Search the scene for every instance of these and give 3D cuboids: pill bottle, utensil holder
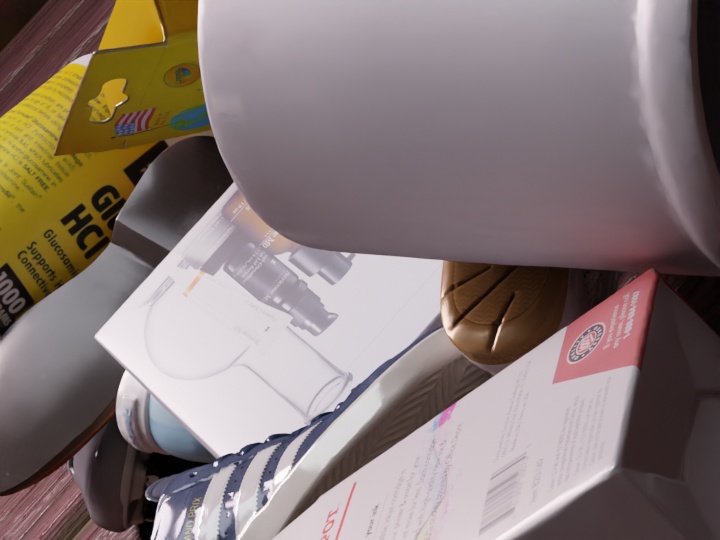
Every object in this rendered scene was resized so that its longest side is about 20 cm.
[{"bbox_3d":[-0.141,-0.035,1.367,0.200,0.113,0.112,-41,13,-17],"label":"pill bottle"},{"bbox_3d":[0.068,-0.080,0.944,0.199,0.170,0.170,1,44,36],"label":"utensil holder"}]

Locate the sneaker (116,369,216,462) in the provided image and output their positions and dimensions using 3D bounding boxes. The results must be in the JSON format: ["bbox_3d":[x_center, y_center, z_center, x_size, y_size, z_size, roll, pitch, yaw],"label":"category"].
[{"bbox_3d":[-0.024,0.027,1.286,0.082,0.074,0.200,16,49,33],"label":"sneaker"}]

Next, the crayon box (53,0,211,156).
[{"bbox_3d":[-0.043,-0.113,1.253,0.199,0.051,0.127,-13,-15,-20],"label":"crayon box"}]

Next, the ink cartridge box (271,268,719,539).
[{"bbox_3d":[0.037,0.101,0.896,0.200,0.067,0.117,-36,18,29],"label":"ink cartridge box"}]

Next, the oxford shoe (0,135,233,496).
[{"bbox_3d":[-0.112,0.033,1.304,0.200,0.071,0.071,-49,-28,-6],"label":"oxford shoe"}]

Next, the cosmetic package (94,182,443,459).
[{"bbox_3d":[0.000,0.000,1.167,0.200,0.052,0.151,-48,46,-4],"label":"cosmetic package"}]

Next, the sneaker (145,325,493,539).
[{"bbox_3d":[-0.032,0.087,1.058,0.200,0.075,0.085,-46,46,-1],"label":"sneaker"}]

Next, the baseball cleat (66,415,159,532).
[{"bbox_3d":[-0.149,0.080,1.383,0.200,0.106,0.070,-108,28,-80],"label":"baseball cleat"}]

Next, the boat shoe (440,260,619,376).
[{"bbox_3d":[0.073,-0.031,1.069,0.070,0.069,0.201,-12,48,28],"label":"boat shoe"}]
